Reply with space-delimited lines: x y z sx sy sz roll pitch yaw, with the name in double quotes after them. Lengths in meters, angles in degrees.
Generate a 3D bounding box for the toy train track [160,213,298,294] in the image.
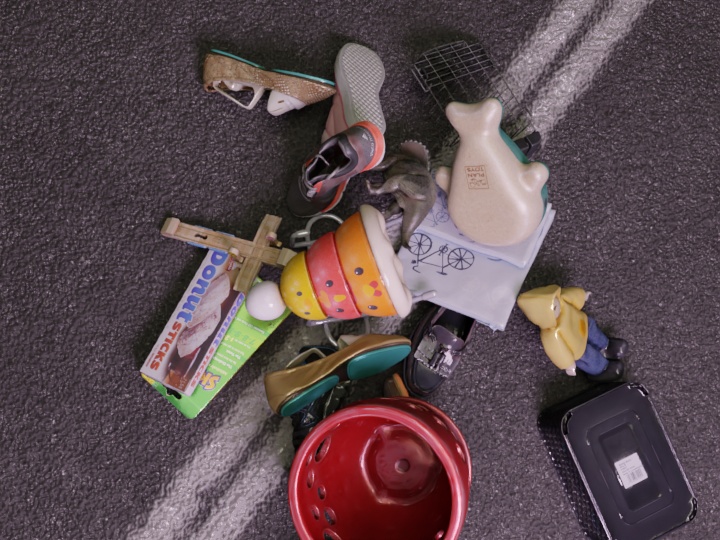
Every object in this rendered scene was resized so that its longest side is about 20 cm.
-0.177 -0.039 1.056 0.199 0.033 0.115 15 69 17 "toy train track"

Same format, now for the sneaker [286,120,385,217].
-0.055 -0.129 1.044 0.082 0.200 0.077 -24 80 -43 "sneaker"

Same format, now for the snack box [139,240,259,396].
-0.206 0.060 1.049 0.072 0.024 0.201 21 71 18 "snack box"

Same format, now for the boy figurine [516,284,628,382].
0.286 0.073 1.086 0.200 0.064 0.125 39 61 -33 "boy figurine"

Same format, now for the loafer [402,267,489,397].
0.119 0.077 1.089 0.072 0.063 0.200 33 68 -9 "loafer"

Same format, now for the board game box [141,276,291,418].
-0.191 0.094 1.075 0.095 0.030 0.200 42 75 1 "board game box"

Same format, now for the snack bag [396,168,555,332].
0.145 -0.034 1.101 0.188 0.021 0.200 21 71 19 "snack bag"

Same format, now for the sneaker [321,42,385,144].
-0.016 -0.227 1.129 0.075 0.105 0.201 14 49 -21 "sneaker"

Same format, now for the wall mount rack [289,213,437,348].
0.000 0.000 1.082 0.173 0.075 0.201 -9 74 -14 "wall mount rack"

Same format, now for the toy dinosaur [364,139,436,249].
0.059 -0.114 1.066 0.102 0.077 0.200 -13 40 -1 "toy dinosaur"

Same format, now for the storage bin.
0.349 0.264 1.096 0.135 0.094 0.201 -22 85 -11 "storage bin"

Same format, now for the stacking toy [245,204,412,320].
-0.047 0.018 0.989 0.199 0.146 0.147 -21 85 6 "stacking toy"

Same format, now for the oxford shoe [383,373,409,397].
0.041 0.239 1.067 0.073 0.071 0.201 -5 83 -4 "oxford shoe"

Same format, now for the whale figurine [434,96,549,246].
0.172 -0.132 1.031 0.104 0.159 0.201 -44 124 -43 "whale figurine"

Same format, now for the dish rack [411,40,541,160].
0.160 -0.231 1.143 0.153 0.055 0.200 -25 80 -32 "dish rack"

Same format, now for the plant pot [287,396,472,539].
0.033 0.244 0.949 0.200 0.182 0.201 0 91 13 "plant pot"

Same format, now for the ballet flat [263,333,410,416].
-0.031 0.116 1.023 0.199 0.069 0.063 -23 59 -18 "ballet flat"

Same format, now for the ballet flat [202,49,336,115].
-0.130 -0.249 1.103 0.199 0.070 0.066 18 92 19 "ballet flat"

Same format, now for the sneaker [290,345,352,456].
-0.068 0.196 1.061 0.082 0.073 0.201 17 69 -2 "sneaker"
